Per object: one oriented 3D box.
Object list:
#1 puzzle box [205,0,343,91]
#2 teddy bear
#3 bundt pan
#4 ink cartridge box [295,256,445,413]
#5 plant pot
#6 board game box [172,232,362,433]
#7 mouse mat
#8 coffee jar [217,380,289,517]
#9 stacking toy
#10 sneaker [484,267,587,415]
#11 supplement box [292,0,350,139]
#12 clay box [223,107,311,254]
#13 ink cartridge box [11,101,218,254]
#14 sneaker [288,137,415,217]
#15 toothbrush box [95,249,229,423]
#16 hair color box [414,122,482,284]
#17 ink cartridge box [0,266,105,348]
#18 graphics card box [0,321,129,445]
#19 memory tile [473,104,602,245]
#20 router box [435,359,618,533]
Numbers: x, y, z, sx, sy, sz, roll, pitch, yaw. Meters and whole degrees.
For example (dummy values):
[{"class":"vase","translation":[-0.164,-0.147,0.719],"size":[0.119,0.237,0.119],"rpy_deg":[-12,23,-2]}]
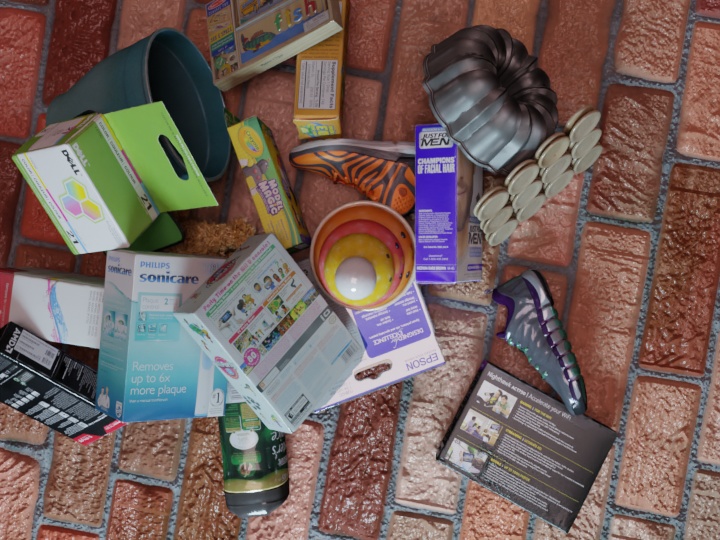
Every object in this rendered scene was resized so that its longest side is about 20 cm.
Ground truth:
[{"class":"puzzle box","translation":[-0.118,-0.337,1.168],"size":[0.198,0.025,0.135],"rpy_deg":[-21,65,25]},{"class":"teddy bear","translation":[-0.232,-0.033,1.197],"size":[0.198,0.067,0.146],"rpy_deg":[24,129,-2]},{"class":"bundt pan","translation":[0.176,-0.224,1.112],"size":[0.076,0.201,0.203],"rpy_deg":[-33,87,43]},{"class":"ink cartridge box","translation":[-0.007,0.065,1.206],"size":[0.195,0.047,0.202],"rpy_deg":[-20,90,3]},{"class":"plant pot","translation":[-0.301,-0.192,1.162],"size":[0.186,0.200,0.203],"rpy_deg":[-14,89,19]},{"class":"board game box","translation":[-0.111,0.078,1.098],"size":[0.148,0.064,0.201],"rpy_deg":[-47,113,-28]},{"class":"mouse mat","translation":[-0.327,-0.099,1.129],"size":[0.160,0.008,0.201],"rpy_deg":[-14,120,37]},{"class":"coffee jar","translation":[-0.144,0.223,1.185],"size":[0.084,0.104,0.203],"rpy_deg":[-5,90,4]},{"class":"stacking toy","translation":[0.000,0.000,1.079],"size":[0.144,0.200,0.148],"rpy_deg":[1,103,3]},{"class":"sneaker","translation":[0.234,0.103,1.173],"size":[0.087,0.074,0.202],"rpy_deg":[-22,73,15]},{"class":"supplement box","translation":[-0.051,-0.278,1.174],"size":[0.068,0.067,0.203],"rpy_deg":[4,75,5]},{"class":"clay box","translation":[-0.123,-0.122,1.179],"size":[0.047,0.115,0.202],"rpy_deg":[-19,89,4]},{"class":"ink cartridge box","translation":[-0.290,-0.107,1.043],"size":[0.198,0.076,0.149],"rpy_deg":[-4,125,33]},{"class":"sneaker","translation":[0.000,-0.116,1.187],"size":[0.197,0.078,0.114],"rpy_deg":[2,89,5]},{"class":"toothbrush box","translation":[-0.242,0.079,1.102],"size":[0.085,0.145,0.203],"rpy_deg":[6,91,49]},{"class":"hair color box","translation":[0.117,-0.085,1.154],"size":[0.064,0.109,0.203],"rpy_deg":[-1,91,26]},{"class":"ink cartridge box","translation":[-0.386,0.050,1.184],"size":[0.197,0.146,0.084],"rpy_deg":[9,91,5]},{"class":"graphics card box","translation":[-0.409,0.153,1.159],"size":[0.199,0.051,0.125],"rpy_deg":[36,136,-28]},{"class":"memory tile","translation":[0.230,-0.119,1.135],"size":[0.199,0.153,0.017],"rpy_deg":[-41,67,3]},{"class":"router box","translation":[0.221,0.234,1.180],"size":[0.198,0.051,0.150],"rpy_deg":[28,90,4]}]
